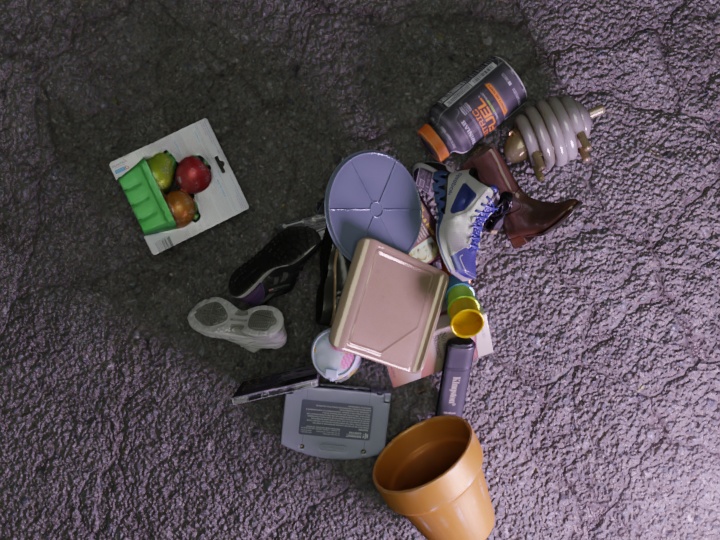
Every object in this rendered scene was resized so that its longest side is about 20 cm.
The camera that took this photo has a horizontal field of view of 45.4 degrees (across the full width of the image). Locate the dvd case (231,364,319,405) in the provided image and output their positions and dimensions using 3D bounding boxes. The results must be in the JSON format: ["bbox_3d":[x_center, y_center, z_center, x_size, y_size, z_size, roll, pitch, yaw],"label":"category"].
[{"bbox_3d":[-0.144,0.197,1.514,0.146,0.200,0.016,-13,91,-2],"label":"dvd case"}]

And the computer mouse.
[{"bbox_3d":[0.185,-0.148,1.579,0.198,0.110,0.044,33,62,13],"label":"computer mouse"}]

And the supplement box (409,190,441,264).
[{"bbox_3d":[0.050,-0.037,1.569,0.198,0.103,0.132,-33,90,-1],"label":"supplement box"}]

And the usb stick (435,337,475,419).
[{"bbox_3d":[0.170,0.201,1.555,0.054,0.033,0.203,-4,128,-11],"label":"usb stick"}]

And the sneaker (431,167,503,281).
[{"bbox_3d":[0.190,-0.094,1.479,0.113,0.080,0.203,-16,70,26],"label":"sneaker"}]

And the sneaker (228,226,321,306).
[{"bbox_3d":[-0.140,-0.005,1.560,0.198,0.087,0.077,-32,50,20],"label":"sneaker"}]

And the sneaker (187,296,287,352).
[{"bbox_3d":[-0.224,0.111,1.574,0.196,0.100,0.079,10,56,20],"label":"sneaker"}]

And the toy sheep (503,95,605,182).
[{"bbox_3d":[0.352,-0.250,1.566,0.197,0.138,0.140,-21,91,2],"label":"toy sheep"}]

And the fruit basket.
[{"bbox_3d":[-0.330,-0.154,1.576,0.198,0.094,0.188,-28,92,-17],"label":"fruit basket"}]

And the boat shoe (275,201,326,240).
[{"bbox_3d":[-0.061,-0.096,1.585,0.197,0.072,0.069,-21,92,5],"label":"boat shoe"}]

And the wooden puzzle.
[{"bbox_3d":[0.048,0.062,1.452,0.198,0.037,0.188,21,83,-34],"label":"wooden puzzle"}]

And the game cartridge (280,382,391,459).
[{"bbox_3d":[-0.047,0.279,1.590,0.196,0.042,0.136,7,102,-5],"label":"game cartridge"}]

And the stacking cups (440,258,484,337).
[{"bbox_3d":[0.175,0.031,1.521,0.059,0.202,0.061,-1,126,-2],"label":"stacking cups"}]

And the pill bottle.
[{"bbox_3d":[0.198,-0.288,1.572,0.199,0.106,0.107,-40,91,-1],"label":"pill bottle"}]

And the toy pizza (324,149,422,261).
[{"bbox_3d":[0.020,-0.102,1.467,0.197,0.032,0.205,2,86,-32],"label":"toy pizza"}]

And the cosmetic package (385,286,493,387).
[{"bbox_3d":[0.131,0.121,1.562,0.197,0.088,0.105,-21,126,-1],"label":"cosmetic package"}]

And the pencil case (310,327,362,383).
[{"bbox_3d":[-0.041,0.150,1.522,0.082,0.200,0.092,22,82,5],"label":"pencil case"}]

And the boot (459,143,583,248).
[{"bbox_3d":[0.283,-0.155,1.551,0.064,0.186,0.202,-33,91,-42],"label":"boot"}]

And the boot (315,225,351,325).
[{"bbox_3d":[0.000,0.000,1.492,0.136,0.077,0.204,8,87,-16],"label":"boot"}]

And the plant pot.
[{"bbox_3d":[0.148,0.395,1.539,0.198,0.200,0.185,-30,108,-2],"label":"plant pot"}]
